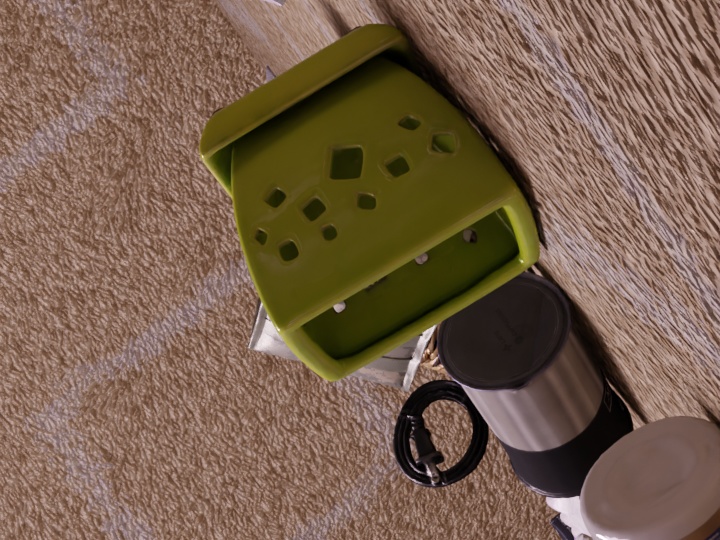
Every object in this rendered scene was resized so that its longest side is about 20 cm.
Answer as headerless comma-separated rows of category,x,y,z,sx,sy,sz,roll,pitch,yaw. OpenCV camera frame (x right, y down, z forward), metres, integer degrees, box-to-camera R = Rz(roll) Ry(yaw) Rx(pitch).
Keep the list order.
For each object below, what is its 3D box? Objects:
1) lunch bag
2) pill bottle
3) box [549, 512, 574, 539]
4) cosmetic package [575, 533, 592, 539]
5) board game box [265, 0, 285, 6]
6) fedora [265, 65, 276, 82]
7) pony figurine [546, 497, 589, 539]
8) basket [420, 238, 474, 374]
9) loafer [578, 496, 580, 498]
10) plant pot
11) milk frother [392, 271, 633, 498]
lunch bag,0.000,0.000,1.647,0.200,0.163,0.118,110,173,-48
pill bottle,0.239,0.203,1.226,0.200,0.111,0.111,54,179,-27
box,0.340,0.367,2.232,0.200,0.104,0.182,54,178,-3
cosmetic package,0.278,0.379,1.823,0.199,0.167,0.167,25,176,7
board game box,-0.159,-0.323,1.735,0.199,0.041,0.200,31,-176,-14
fedora,-0.008,-0.132,1.720,0.177,0.090,0.200,52,171,27
pony figurine,0.268,0.332,2.036,0.199,0.167,0.193,12,-169,-36
basket,0.033,0.008,1.857,0.149,0.143,0.200,22,-166,-26
loafer,0.254,0.213,1.915,0.200,0.071,0.073,53,178,13
plant pot,0.000,-0.055,1.356,0.182,0.200,0.199,59,-179,17
milk frother,0.106,0.106,1.581,0.181,0.200,0.188,56,180,44
